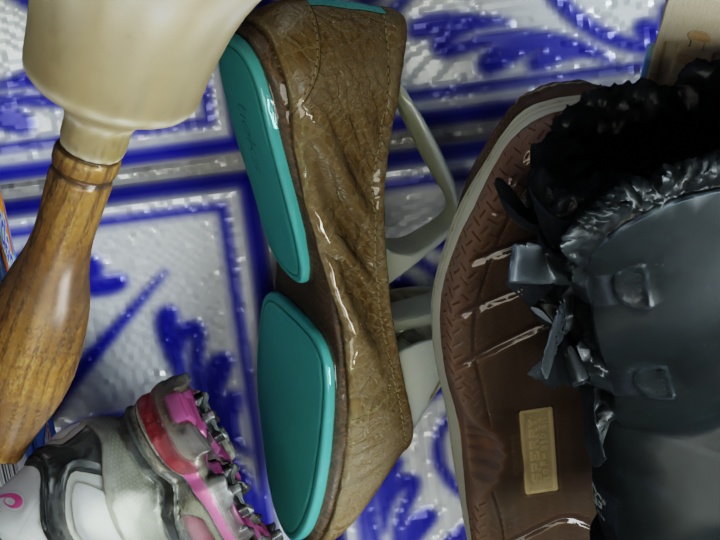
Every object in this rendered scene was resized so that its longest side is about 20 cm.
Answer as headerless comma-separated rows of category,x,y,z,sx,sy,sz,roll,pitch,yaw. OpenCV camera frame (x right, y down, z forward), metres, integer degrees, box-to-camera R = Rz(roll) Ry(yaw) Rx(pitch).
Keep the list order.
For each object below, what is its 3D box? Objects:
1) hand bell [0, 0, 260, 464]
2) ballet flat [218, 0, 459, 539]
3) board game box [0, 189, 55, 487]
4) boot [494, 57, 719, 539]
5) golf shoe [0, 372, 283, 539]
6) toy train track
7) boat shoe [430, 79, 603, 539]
hand bell,-0.085,-0.027,0.915,0.104,0.104,0.201,12,116,-12
ballet flat,0.000,0.000,0.980,0.072,0.068,0.201,-16,120,-18
board game box,-0.190,-0.007,0.961,0.151,0.045,0.201,-7,122,1
boot,0.139,0.009,0.870,0.198,0.073,0.163,-17,123,-6
golf shoe,-0.063,0.117,1.016,0.092,0.073,0.200,-25,133,1
toy train track,0.097,-0.047,0.924,0.114,0.033,0.200,13,156,4
boat shoe,0.053,0.013,0.946,0.074,0.075,0.203,-2,133,-8
